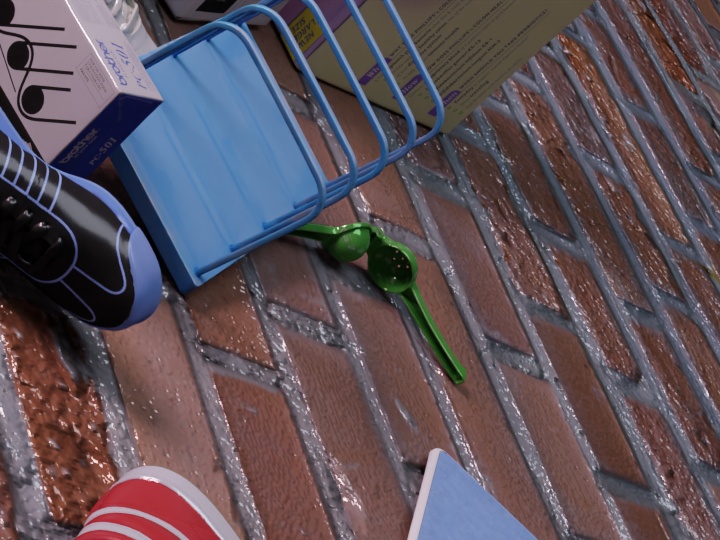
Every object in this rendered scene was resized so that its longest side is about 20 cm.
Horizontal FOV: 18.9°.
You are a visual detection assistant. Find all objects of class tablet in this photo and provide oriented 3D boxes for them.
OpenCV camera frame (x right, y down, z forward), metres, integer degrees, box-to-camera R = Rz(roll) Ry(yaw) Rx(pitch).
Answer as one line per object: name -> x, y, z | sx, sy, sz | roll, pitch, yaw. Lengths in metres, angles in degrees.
tablet -> 0.076, 0.197, 1.318 | 0.130, 0.014, 0.200 | 44, 23, -11

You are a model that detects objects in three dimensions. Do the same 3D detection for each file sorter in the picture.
file sorter -> -0.053, -0.099, 1.342 | 0.139, 0.122, 0.200 | 62, 30, -6

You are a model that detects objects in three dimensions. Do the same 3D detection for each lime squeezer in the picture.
lime squeezer -> 0.000, 0.000, 1.475 | 0.200, 0.038, 0.071 | 37, 58, -28

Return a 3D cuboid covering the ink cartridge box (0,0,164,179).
ink cartridge box -> -0.202, -0.147, 1.255 | 0.044, 0.094, 0.200 | 5, 48, -58

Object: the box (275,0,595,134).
box -> 0.053, -0.221, 1.712 | 0.200, 0.176, 0.097 | 18, 38, -49

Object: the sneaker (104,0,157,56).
sneaker -> -0.180, -0.176, 1.355 | 0.200, 0.080, 0.077 | 43, 22, -20

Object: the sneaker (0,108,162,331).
sneaker -> -0.194, -0.037, 1.142 | 0.200, 0.070, 0.078 | 44, 27, 4

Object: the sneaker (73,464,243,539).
sneaker -> -0.060, 0.184, 1.025 | 0.200, 0.071, 0.112 | 42, 19, 2

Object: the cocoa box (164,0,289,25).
cocoa box -> -0.071, -0.293, 1.571 | 0.131, 0.200, 0.133 | 54, 24, 14
